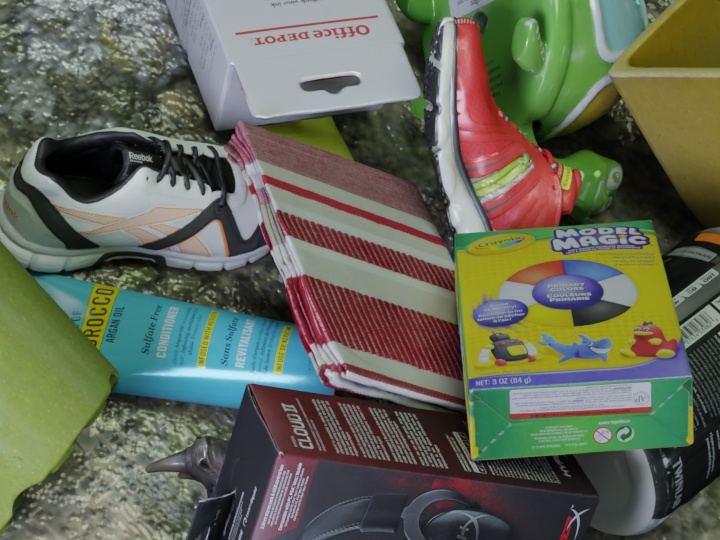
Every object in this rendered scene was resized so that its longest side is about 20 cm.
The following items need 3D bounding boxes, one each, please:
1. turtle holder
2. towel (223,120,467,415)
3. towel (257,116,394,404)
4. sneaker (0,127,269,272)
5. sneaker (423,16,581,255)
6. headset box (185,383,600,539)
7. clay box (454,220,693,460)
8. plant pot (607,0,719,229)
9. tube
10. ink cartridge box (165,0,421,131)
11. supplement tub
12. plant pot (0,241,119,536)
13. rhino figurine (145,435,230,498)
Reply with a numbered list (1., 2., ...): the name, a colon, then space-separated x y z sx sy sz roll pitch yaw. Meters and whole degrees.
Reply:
1. turtle holder: 0.118 -0.140 1.441 0.131 0.141 0.186 -1 48 -36
2. towel: 0.008 0.006 1.299 0.144 0.023 0.200 18 35 -37
3. towel: 0.000 0.000 1.365 0.086 0.018 0.200 -12 69 -52
4. sneaker: -0.113 -0.045 1.347 0.200 0.080 0.074 -8 60 -28
5. sneaker: 0.087 -0.058 1.375 0.085 0.077 0.201 -13 105 0
6. headset box: 0.002 0.149 1.204 0.199 0.149 0.077 10 23 -22
7. clay box: 0.110 0.027 1.247 0.115 0.048 0.200 -4 29 1
8. plant pot: 0.307 -0.091 1.421 0.196 0.194 0.200 -45 123 -33
9. tube: -0.107 0.045 1.314 0.199 0.050 0.078 9 50 6
10. ink cartridge box: -0.050 -0.157 1.435 0.116 0.067 0.200 -9 58 -21
11. supplement tub: 0.192 0.055 1.355 0.200 0.123 0.123 -34 74 -31
12. plant pot: -0.235 0.044 1.216 0.190 0.200 0.200 40 56 -7
13. rhino figurine: -0.020 0.114 1.277 0.199 0.087 0.060 2 62 -16
